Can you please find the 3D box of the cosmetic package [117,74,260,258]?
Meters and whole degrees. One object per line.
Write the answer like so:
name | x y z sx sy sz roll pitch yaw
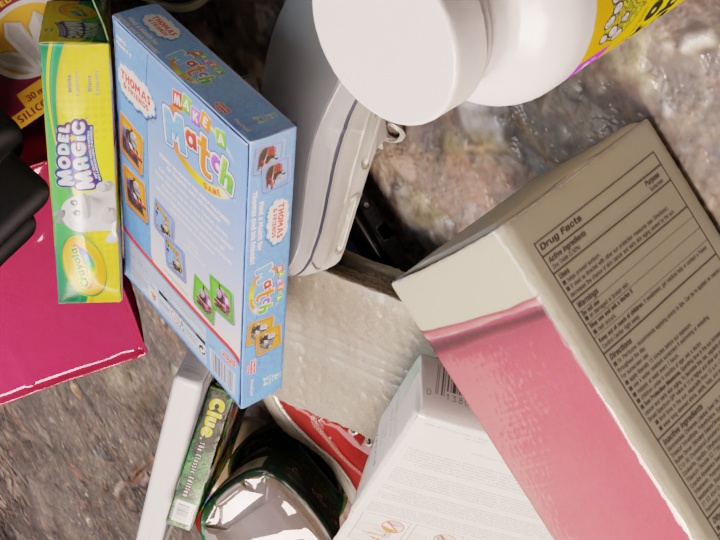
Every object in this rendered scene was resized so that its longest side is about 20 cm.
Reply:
cosmetic package | -0.130 -0.070 0.897 0.200 0.073 0.104 -1 110 62

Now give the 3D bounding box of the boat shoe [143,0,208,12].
boat shoe | -0.169 -0.252 0.812 0.201 0.072 0.061 48 176 13

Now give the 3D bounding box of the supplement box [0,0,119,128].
supplement box | -0.260 -0.209 0.855 0.103 0.131 0.200 51 173 35

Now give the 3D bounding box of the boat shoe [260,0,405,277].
boat shoe | -0.010 -0.092 0.767 0.074 0.086 0.203 20 104 37

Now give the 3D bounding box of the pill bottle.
pill bottle | 0.075 -0.134 0.508 0.104 0.200 0.105 32 141 31

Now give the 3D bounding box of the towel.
towel | 0.000 0.054 0.834 0.199 0.034 0.133 21 129 29

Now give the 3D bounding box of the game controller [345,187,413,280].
game controller | 0.000 0.000 0.861 0.201 0.042 0.104 58 146 -4

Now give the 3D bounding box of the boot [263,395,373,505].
boot | 0.013 0.109 0.917 0.200 0.072 0.144 52 147 -10

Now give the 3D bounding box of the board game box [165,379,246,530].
board game box | -0.108 0.120 0.960 0.023 0.200 0.105 21 98 0

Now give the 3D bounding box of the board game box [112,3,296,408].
board game box | -0.098 -0.037 0.752 0.151 0.036 0.201 44 143 35

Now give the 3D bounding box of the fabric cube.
fabric cube | -0.305 -0.027 1.005 0.200 0.199 0.197 -117 12 -54

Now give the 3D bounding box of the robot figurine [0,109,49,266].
robot figurine | -0.298 -0.082 0.793 0.200 0.125 0.150 39 102 -1

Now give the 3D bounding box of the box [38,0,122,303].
box | -0.182 -0.092 0.813 0.117 0.048 0.201 -114 26 -64

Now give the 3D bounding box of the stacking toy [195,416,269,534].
stacking toy | -0.120 0.213 1.168 0.085 0.085 0.200 46 150 14

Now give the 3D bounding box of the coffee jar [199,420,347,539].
coffee jar | -0.063 0.184 0.978 0.104 0.085 0.200 51 -175 -3

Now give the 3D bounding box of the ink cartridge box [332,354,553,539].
ink cartridge box | 0.079 0.144 0.800 0.160 0.050 0.200 17 142 -9

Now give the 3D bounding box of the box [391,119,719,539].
box | 0.134 0.046 0.656 0.201 0.128 0.109 57 147 -2

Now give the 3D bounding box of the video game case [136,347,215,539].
video game case | -0.124 0.101 0.955 0.023 0.183 0.201 18 126 0
